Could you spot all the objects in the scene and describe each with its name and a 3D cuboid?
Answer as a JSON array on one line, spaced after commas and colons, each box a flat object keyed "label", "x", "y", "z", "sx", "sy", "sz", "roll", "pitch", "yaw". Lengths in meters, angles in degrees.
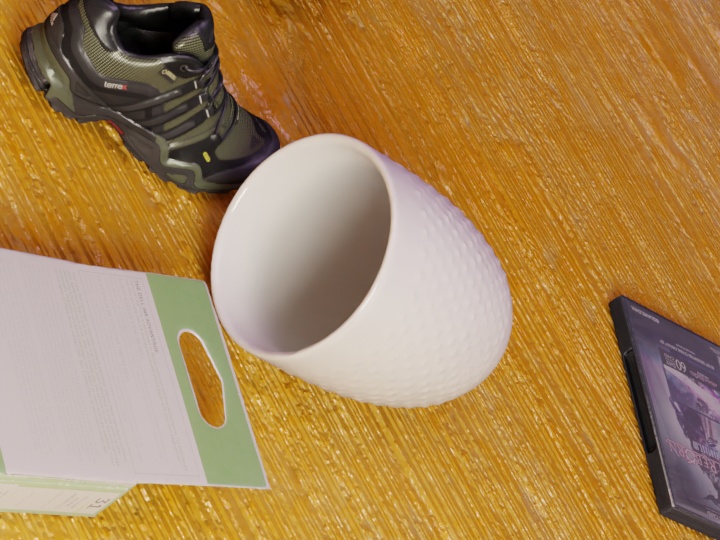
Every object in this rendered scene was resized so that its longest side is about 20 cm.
[{"label": "video game case", "x": 0.269, "y": 0.126, "z": 1.700, "sx": 0.142, "sy": 0.019, "sz": 0.201, "roll": 26, "pitch": 41, "yaw": -37}, {"label": "mug", "x": 0.000, "y": 0.000, "z": 1.371, "sx": 0.175, "sy": 0.148, "sz": 0.200, "roll": 29, "pitch": 9, "yaw": -47}, {"label": "hiking shoe", "x": -0.115, "y": -0.118, "z": 1.352, "sx": 0.199, "sy": 0.100, "sz": 0.076, "roll": 26, "pitch": 42, "yaw": -37}, {"label": "ink cartridge box", "x": -0.153, "y": 0.064, "z": 1.179, "sx": 0.199, "sy": 0.048, "sz": 0.147, "roll": 12, "pitch": 51, "yaw": -48}]
